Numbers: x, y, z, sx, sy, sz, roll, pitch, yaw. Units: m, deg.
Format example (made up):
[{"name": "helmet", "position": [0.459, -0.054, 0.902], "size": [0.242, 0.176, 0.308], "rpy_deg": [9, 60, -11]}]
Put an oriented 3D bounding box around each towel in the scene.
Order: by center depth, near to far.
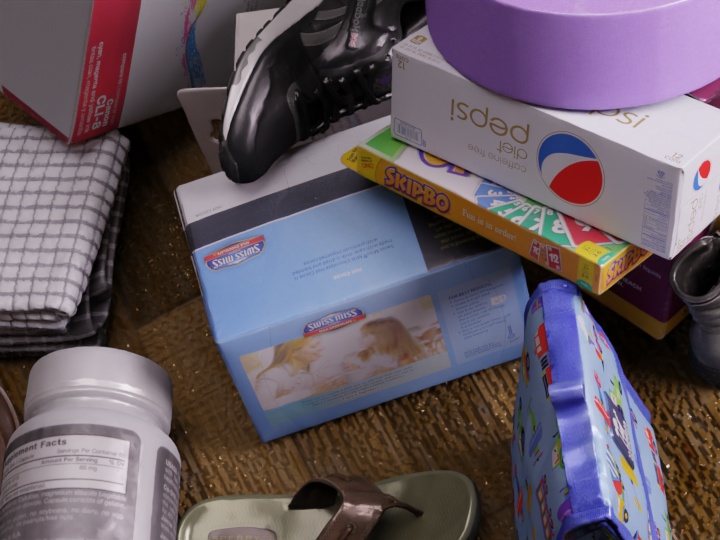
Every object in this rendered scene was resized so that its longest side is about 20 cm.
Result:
[{"name": "towel", "position": [-0.260, -0.020, 1.376], "size": [0.198, 0.086, 0.167], "rpy_deg": [-1, 57, 15]}]

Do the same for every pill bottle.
[{"name": "pill bottle", "position": [-0.171, 0.157, 1.223], "size": [0.113, 0.114, 0.201], "rpy_deg": [-5, 57, 10]}]

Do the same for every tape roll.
[{"name": "tape roll", "position": [0.135, -0.178, 1.125], "size": [0.198, 0.066, 0.201], "rpy_deg": [-4, 41, 4]}]

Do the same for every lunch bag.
[{"name": "lunch bag", "position": [0.125, 0.111, 1.128], "size": [0.093, 0.200, 0.151], "rpy_deg": [-9, 57, 8]}]

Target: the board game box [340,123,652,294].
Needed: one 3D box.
[{"name": "board game box", "position": [0.089, -0.055, 1.161], "size": [0.199, 0.030, 0.095], "rpy_deg": [26, 44, 33]}]

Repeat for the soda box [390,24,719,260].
[{"name": "soda box", "position": [0.113, -0.082, 1.123], "size": [0.199, 0.064, 0.068], "rpy_deg": [27, 44, 29]}]

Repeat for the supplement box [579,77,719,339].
[{"name": "supplement box", "position": [0.197, -0.081, 1.215], "size": [0.103, 0.201, 0.131], "rpy_deg": [34, 54, 29]}]

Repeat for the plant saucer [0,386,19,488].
[{"name": "plant saucer", "position": [-0.316, 0.147, 1.312], "size": [0.199, 0.035, 0.202], "rpy_deg": [-6, 60, 10]}]

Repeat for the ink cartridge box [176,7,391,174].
[{"name": "ink cartridge box", "position": [-0.018, -0.127, 1.361], "size": [0.198, 0.117, 0.068], "rpy_deg": [-6, 56, 9]}]

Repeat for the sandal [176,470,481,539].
[{"name": "sandal", "position": [-0.023, 0.163, 1.217], "size": [0.199, 0.057, 0.080], "rpy_deg": [-8, 57, 9]}]

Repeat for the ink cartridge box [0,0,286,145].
[{"name": "ink cartridge box", "position": [-0.164, -0.205, 1.382], "size": [0.145, 0.145, 0.199], "rpy_deg": [36, 40, 29]}]

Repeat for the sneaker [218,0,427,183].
[{"name": "sneaker", "position": [-0.014, -0.131, 1.244], "size": [0.087, 0.076, 0.201], "rpy_deg": [22, 61, 19]}]

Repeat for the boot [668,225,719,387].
[{"name": "boot", "position": [0.274, -0.022, 1.216], "size": [0.200, 0.131, 0.068], "rpy_deg": [-44, 59, -14]}]

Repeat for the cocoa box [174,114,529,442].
[{"name": "cocoa box", "position": [0.000, 0.000, 1.266], "size": [0.199, 0.134, 0.132], "rpy_deg": [-18, 55, 1]}]
